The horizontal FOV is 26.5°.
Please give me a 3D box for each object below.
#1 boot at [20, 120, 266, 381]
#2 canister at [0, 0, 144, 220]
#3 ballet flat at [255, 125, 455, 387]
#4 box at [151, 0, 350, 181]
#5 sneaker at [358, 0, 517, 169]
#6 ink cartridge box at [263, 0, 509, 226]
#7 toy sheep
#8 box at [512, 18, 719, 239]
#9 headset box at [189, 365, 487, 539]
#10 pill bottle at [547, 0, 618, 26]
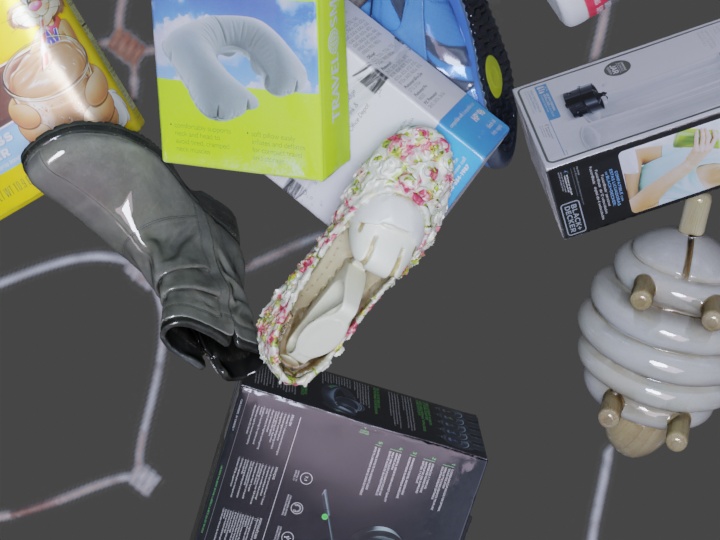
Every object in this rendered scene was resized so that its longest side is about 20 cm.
[{"bbox_3d":[-0.132,-0.010,1.010,0.067,0.132,0.199,-35,140,21],"label":"boot"},{"bbox_3d":[-0.255,-0.149,1.037,0.147,0.087,0.201,-29,105,7],"label":"canister"},{"bbox_3d":[0.000,0.000,0.984,0.075,0.064,0.201,26,117,-17],"label":"ballet flat"},{"bbox_3d":[-0.070,-0.163,0.964,0.121,0.048,0.202,8,115,21],"label":"box"},{"bbox_3d":[0.050,-0.161,1.055,0.078,0.066,0.202,-13,110,26],"label":"sneaker"},{"bbox_3d":[-0.015,-0.107,1.032,0.199,0.068,0.116,39,122,2],"label":"ink cartridge box"},{"bbox_3d":[0.214,0.040,1.068,0.136,0.138,0.202,14,113,-4],"label":"toy sheep"},{"bbox_3d":[0.213,-0.104,1.033,0.198,0.117,0.061,-17,124,5],"label":"box"},{"bbox_3d":[-0.015,0.174,1.122,0.198,0.093,0.176,16,104,-5],"label":"headset box"},{"bbox_3d":[0.195,-0.256,0.999,0.199,0.111,0.111,-30,103,8],"label":"pill bottle"}]
